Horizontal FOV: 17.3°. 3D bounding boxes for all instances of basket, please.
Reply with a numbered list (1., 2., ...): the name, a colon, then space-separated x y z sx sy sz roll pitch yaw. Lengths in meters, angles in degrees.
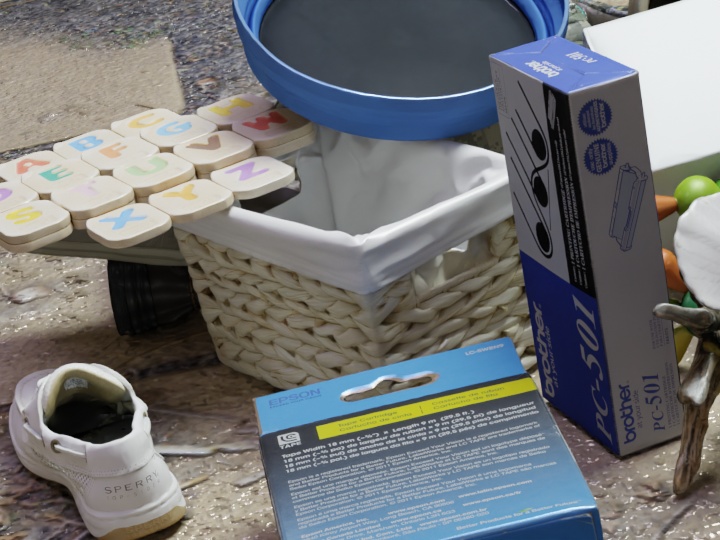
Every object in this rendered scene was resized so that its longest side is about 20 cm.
1. basket: 0.000 0.000 1.361 0.135 0.124 0.200 -26 25 -31

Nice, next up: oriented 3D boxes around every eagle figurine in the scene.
1. eagle figurine: 0.255 0.028 1.153 0.199 0.153 0.151 -2 10 32

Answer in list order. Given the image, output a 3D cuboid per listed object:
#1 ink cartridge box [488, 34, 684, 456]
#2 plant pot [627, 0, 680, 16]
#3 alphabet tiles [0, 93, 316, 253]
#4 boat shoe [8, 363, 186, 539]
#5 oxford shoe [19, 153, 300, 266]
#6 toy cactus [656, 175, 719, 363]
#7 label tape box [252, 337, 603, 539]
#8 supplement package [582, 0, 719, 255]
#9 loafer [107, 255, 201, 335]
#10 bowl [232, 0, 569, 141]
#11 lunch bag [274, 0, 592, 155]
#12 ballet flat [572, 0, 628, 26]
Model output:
1. ink cartridge box: 0.118 -0.013 1.230 0.044 0.201 0.094 -18 22 -17
2. plant pot: 0.261 -0.161 1.580 0.199 0.201 0.174 -14 4 -6
3. alphabet tiles: -0.131 -0.060 1.392 0.199 0.015 0.195 -23 24 -22
4. boat shoe: -0.150 0.081 1.307 0.071 0.070 0.200 -21 23 -20
5. oxford shoe: -0.130 -0.043 1.468 0.199 0.058 0.075 2 30 8
6. toy cactus: 0.231 0.010 1.299 0.199 0.103 0.165 -15 41 -16
7. label tape box: 0.030 0.113 1.147 0.144 0.064 0.200 -13 22 -3
8. supplement package: 0.243 -0.095 1.417 0.199 0.117 0.118 -16 58 -6
9. loafer: -0.120 -0.021 1.553 0.072 0.073 0.200 -6 32 3
10. bowl: 0.023 -0.149 1.409 0.200 0.039 0.201 2 42 -2
11. lunch bag: 0.071 -0.093 1.519 0.200 0.168 0.139 -26 -10 -30
12. ballet flat: 0.188 -0.168 1.779 0.072 0.072 0.200 -29 28 -37
